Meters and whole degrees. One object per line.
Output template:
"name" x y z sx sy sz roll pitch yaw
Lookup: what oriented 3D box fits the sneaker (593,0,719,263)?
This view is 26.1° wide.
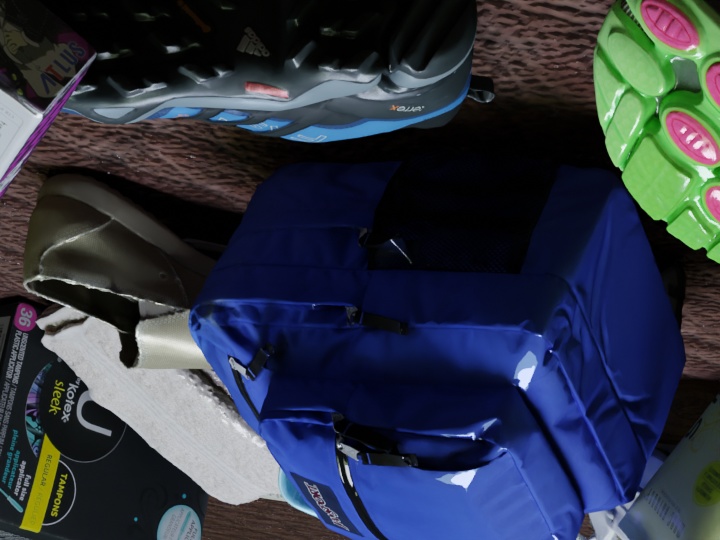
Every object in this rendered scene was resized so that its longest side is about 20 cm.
"sneaker" 0.162 -0.042 0.576 0.200 0.084 0.077 37 136 -22

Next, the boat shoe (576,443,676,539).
"boat shoe" 0.138 0.128 0.777 0.074 0.086 0.202 17 -175 -22

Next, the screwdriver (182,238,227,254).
"screwdriver" 0.000 0.000 0.857 0.200 0.029 0.028 16 161 -10

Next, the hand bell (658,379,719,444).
"hand bell" 0.218 0.070 0.775 0.199 0.104 0.104 1 163 -12

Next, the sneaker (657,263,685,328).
"sneaker" 0.131 0.047 0.851 0.079 0.076 0.200 10 161 6

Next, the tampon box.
"tampon box" -0.217 0.127 1.125 0.126 0.150 0.200 -9 155 44

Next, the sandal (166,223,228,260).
"sandal" -0.056 0.025 0.930 0.075 0.048 0.201 0 147 28

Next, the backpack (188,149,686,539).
"backpack" 0.020 0.035 0.708 0.200 0.168 0.163 8 141 32

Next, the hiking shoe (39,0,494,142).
"hiking shoe" -0.054 -0.075 0.575 0.199 0.075 0.087 5 160 11

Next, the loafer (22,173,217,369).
"loafer" -0.095 0.028 0.826 0.200 0.068 0.076 32 156 -7

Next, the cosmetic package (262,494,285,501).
"cosmetic package" -0.002 0.143 1.194 0.199 0.071 0.105 8 161 2

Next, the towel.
"towel" -0.121 0.085 1.025 0.200 0.035 0.132 43 151 -15

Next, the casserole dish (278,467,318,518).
"casserole dish" 0.021 0.088 0.926 0.121 0.039 0.200 12 136 -8

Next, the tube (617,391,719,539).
"tube" 0.185 0.048 0.655 0.052 0.200 0.058 42 -174 26

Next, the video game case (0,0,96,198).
"video game case" -0.194 -0.090 0.547 0.181 0.036 0.200 40 154 -9
